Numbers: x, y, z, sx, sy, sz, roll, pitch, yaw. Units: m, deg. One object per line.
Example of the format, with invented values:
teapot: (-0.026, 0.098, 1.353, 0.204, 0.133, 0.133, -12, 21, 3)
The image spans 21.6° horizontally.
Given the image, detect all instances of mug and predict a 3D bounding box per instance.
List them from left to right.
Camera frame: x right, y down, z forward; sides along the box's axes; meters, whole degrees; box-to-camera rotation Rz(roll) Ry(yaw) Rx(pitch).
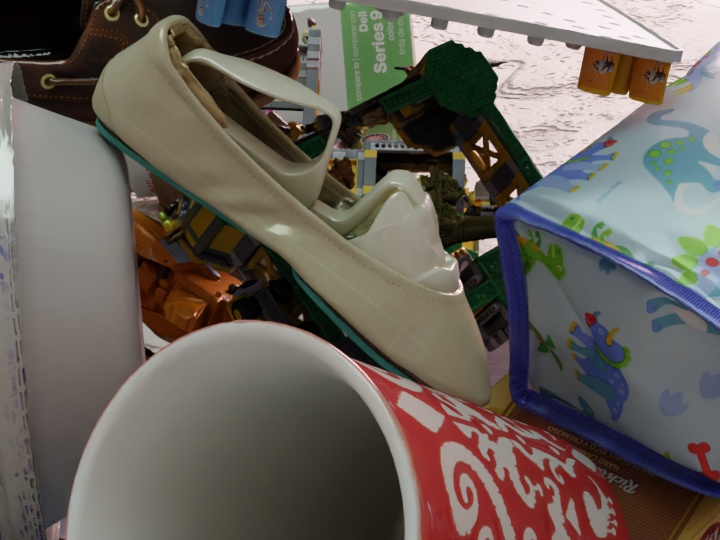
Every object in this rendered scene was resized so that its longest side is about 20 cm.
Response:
mug: (-0.008, 0.106, 0.678, 0.176, 0.135, 0.199, -26, -22, 25)

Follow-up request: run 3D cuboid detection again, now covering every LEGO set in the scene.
LEGO set: (-0.009, -0.079, 1.106, 0.198, 0.117, 0.154, 0, -20, 10)
LEGO set: (0.000, 0.000, 0.857, 0.200, 0.154, 0.116, -39, -4, -35)

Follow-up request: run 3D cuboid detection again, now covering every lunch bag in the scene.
lunch bag: (0.181, 0.011, 0.748, 0.199, 0.128, 0.170, 23, 48, 38)

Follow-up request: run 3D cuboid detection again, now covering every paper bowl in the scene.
paper bowl: (-0.139, 0.017, 0.755, 0.103, 0.203, 0.201, -5, 23, -6)

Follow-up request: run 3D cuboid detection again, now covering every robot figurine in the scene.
robot figurine: (-0.138, 0.016, 0.952, 0.199, 0.146, 0.058, 29, 21, 35)

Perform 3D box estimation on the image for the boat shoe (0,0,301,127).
boat shoe: (-0.122, -0.099, 0.840, 0.198, 0.071, 0.071, -12, 47, -14)

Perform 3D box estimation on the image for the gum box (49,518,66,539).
gum box: (-0.128, 0.141, 0.780, 0.198, 0.045, 0.169, 12, 28, 34)

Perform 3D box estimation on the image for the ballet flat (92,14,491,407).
ballet flat: (-0.014, -0.026, 0.732, 0.199, 0.070, 0.070, 38, 26, -4)

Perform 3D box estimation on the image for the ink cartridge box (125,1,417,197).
ink cartridge box: (-0.063, -0.109, 1.223, 0.198, 0.089, 0.145, -6, -12, -1)

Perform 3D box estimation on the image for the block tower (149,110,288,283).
block tower: (-0.068, -0.028, 0.975, 0.058, 0.200, 0.054, 40, 73, 13)

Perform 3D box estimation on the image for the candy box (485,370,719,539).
candy box: (0.136, 0.065, 0.825, 0.116, 0.057, 0.200, 31, 54, 31)

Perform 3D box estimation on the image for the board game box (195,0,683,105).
board game box: (0.019, -0.119, 0.825, 0.198, 0.026, 0.200, 9, 15, -10)

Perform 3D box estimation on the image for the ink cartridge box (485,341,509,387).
ink cartridge box: (0.140, 0.075, 0.900, 0.195, 0.048, 0.200, -4, 21, -1)
